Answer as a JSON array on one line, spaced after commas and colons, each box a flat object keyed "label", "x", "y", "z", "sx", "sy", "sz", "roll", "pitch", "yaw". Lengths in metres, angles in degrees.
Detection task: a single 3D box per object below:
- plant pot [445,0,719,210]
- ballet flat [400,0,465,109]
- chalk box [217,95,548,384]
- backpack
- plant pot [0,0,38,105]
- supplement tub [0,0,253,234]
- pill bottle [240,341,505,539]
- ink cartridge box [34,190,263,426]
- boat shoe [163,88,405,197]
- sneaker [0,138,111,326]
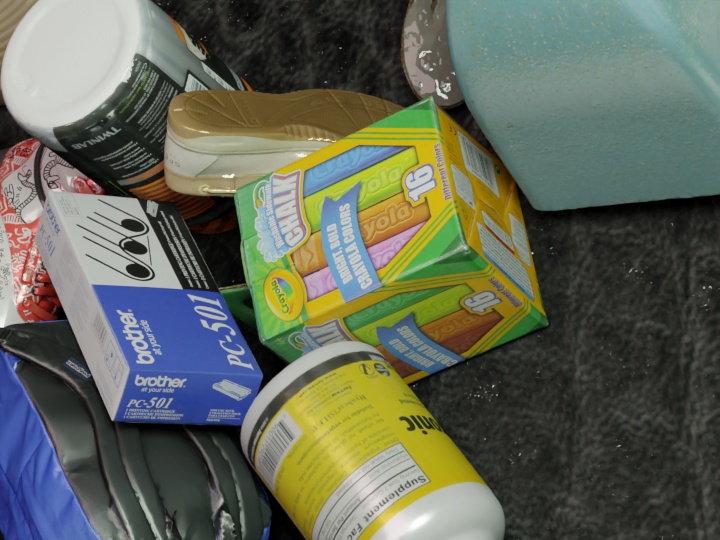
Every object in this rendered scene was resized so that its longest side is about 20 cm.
[{"label": "plant pot", "x": 0.160, "y": -0.177, "z": 1.579, "sx": 0.195, "sy": 0.200, "sz": 0.197, "roll": -4, "pitch": 59, "yaw": 36}, {"label": "ballet flat", "x": 0.061, "y": -0.202, "z": 1.779, "sx": 0.067, "sy": 0.046, "sz": 0.201, "roll": 1, "pitch": 70, "yaw": -2}, {"label": "chalk box", "x": 0.000, "y": 0.000, "z": 1.661, "sx": 0.199, "sy": 0.125, "sz": 0.124, "roll": -25, "pitch": 55, "yaw": 20}, {"label": "backpack", "x": -0.154, "y": 0.148, "z": 1.661, "sx": 0.200, "sy": 0.162, "sz": 0.168, "roll": 56, "pitch": 138, "yaw": 34}, {"label": "plant pot", "x": -0.283, "y": -0.237, "z": 1.976, "sx": 0.200, "sy": 0.093, "sz": 0.202, "roll": -14, "pitch": 59, "yaw": 25}, {"label": "supplement tub", "x": -0.146, "y": -0.108, "z": 1.756, "sx": 0.122, "sy": 0.200, "sz": 0.123, "roll": -13, "pitch": 61, "yaw": 25}, {"label": "pill bottle", "x": 0.020, "y": 0.148, "z": 1.577, "sx": 0.111, "sy": 0.111, "sz": 0.200, "roll": -43, "pitch": 59, "yaw": 7}, {"label": "ink cartridge box", "x": -0.140, "y": 0.023, "z": 1.655, "sx": 0.200, "sy": 0.094, "sz": 0.044, "roll": 59, "pitch": 137, "yaw": 48}, {"label": "boat shoe", "x": -0.040, "y": -0.077, "z": 1.713, "sx": 0.074, "sy": 0.199, "sz": 0.069, "roll": -111, "pitch": 32, "yaw": -50}, {"label": "sneaker", "x": -0.224, "y": -0.013, "z": 1.842, "sx": 0.108, "sy": 0.067, "sz": 0.202, "roll": -17, "pitch": 56, "yaw": 27}]
